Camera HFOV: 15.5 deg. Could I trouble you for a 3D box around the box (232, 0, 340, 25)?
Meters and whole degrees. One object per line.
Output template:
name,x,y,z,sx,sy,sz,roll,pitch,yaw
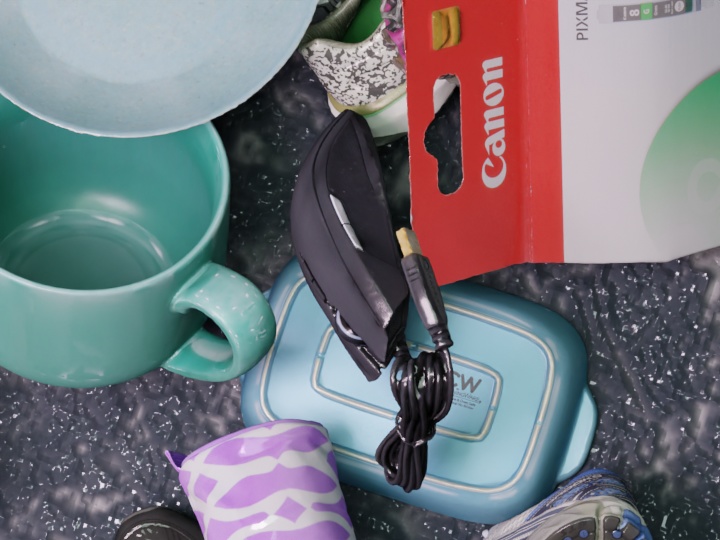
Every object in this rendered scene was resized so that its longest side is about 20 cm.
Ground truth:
box,-0.090,-0.214,1.415,0.116,0.060,0.201,-16,84,6

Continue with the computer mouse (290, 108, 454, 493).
computer mouse,0.000,0.000,1.301,0.046,0.141,0.201,-7,68,-12

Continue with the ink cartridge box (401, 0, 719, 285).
ink cartridge box,0.118,-0.079,1.303,0.199,0.050,0.162,-17,116,-29

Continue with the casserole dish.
casserole dish,0.026,0.059,1.388,0.199,0.039,0.122,17,88,8

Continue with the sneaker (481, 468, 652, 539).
sneaker,0.076,0.177,1.360,0.077,0.085,0.200,42,114,-15

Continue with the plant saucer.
plant saucer,-0.116,-0.160,1.353,0.200,0.039,0.202,0,77,0

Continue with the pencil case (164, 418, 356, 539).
pencil case,-0.035,0.175,1.323,0.085,0.084,0.201,-20,69,21

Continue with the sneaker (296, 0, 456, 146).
sneaker,0.043,-0.158,1.366,0.200,0.089,0.077,-49,47,1

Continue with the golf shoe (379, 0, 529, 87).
golf shoe,0.069,-0.189,1.321,0.092,0.072,0.201,9,91,-36

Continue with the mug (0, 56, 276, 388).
mug,-0.139,-0.004,1.357,0.151,0.115,0.186,-11,56,-15

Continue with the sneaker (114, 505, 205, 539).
sneaker,-0.073,0.213,1.369,0.075,0.079,0.201,-28,80,6
